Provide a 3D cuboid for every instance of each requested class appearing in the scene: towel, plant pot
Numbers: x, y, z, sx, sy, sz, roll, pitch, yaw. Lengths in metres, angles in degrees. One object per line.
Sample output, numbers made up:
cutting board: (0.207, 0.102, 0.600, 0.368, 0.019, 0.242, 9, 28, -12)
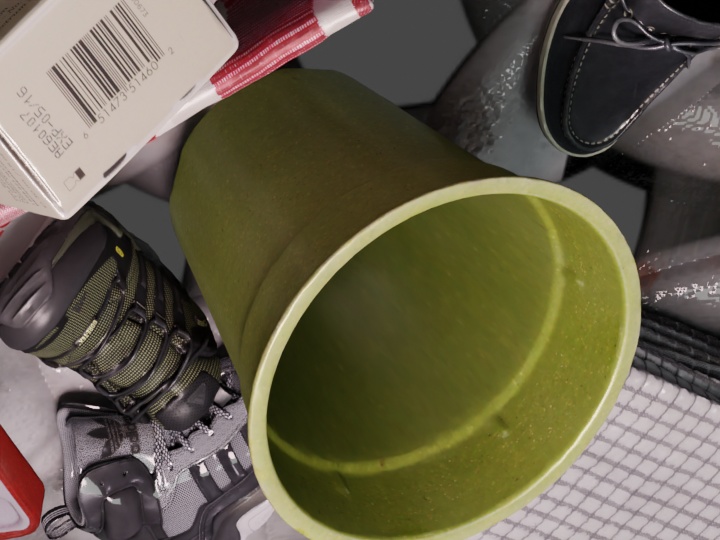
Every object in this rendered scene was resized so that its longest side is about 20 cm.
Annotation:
towel: (0.132, 0.101, 1.571, 0.199, 0.086, 0.166, 21, 121, -33)
plant pot: (0.000, 0.000, 1.355, 0.199, 0.190, 0.201, -15, 126, -22)
towel: (-0.084, -0.080, 1.195, 0.199, 0.144, 0.023, -29, 105, 8)

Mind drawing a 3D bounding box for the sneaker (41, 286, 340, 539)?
sneaker: (-0.090, 0.082, 1.482, 0.113, 0.076, 0.200, 13, 126, -30)

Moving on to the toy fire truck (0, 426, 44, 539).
toy fire truck: (-0.258, 0.066, 1.357, 0.167, 0.113, 0.200, -10, 135, 17)

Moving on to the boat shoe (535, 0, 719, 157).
boat shoe: (0.147, -0.131, 1.396, 0.074, 0.062, 0.200, 14, 124, -30)

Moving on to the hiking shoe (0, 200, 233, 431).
hiking shoe: (-0.108, 0.027, 1.353, 0.076, 0.101, 0.200, -50, 169, 8)

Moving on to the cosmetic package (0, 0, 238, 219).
cosmetic package: (-0.145, -0.088, 1.147, 0.104, 0.200, 0.073, -47, 118, -18)

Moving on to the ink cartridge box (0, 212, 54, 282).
ink cartridge box: (-0.231, -0.077, 1.297, 0.199, 0.084, 0.146, 21, 120, -32)
